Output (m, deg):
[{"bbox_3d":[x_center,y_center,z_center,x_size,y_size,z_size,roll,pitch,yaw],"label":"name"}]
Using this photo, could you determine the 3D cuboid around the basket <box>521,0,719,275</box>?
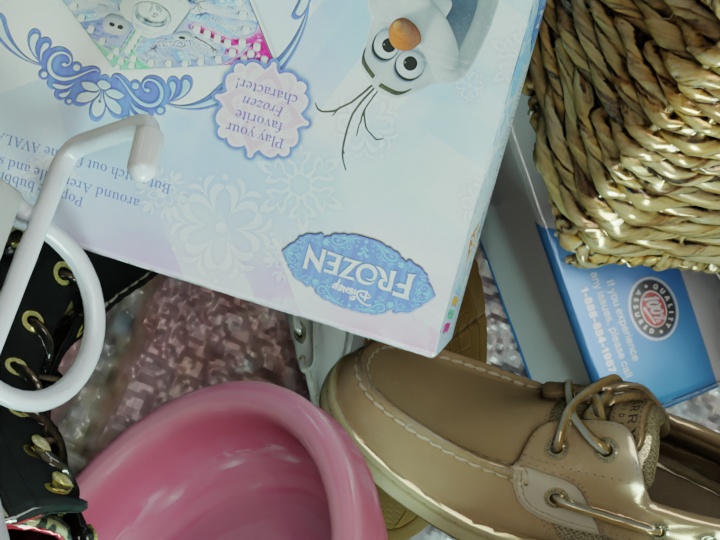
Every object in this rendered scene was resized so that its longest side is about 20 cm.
[{"bbox_3d":[0.167,-0.089,1.004,0.199,0.149,0.143,4,59,-22],"label":"basket"}]

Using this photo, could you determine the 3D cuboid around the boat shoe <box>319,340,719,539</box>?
[{"bbox_3d":[0.084,0.065,1.049,0.199,0.065,0.071,22,40,-5],"label":"boat shoe"}]

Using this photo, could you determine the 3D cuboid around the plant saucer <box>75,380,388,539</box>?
[{"bbox_3d":[-0.058,0.138,1.029,0.051,0.200,0.201,32,79,-34],"label":"plant saucer"}]

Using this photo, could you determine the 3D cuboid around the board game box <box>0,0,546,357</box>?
[{"bbox_3d":[-0.040,-0.096,0.990,0.199,0.043,0.200,17,100,7],"label":"board game box"}]

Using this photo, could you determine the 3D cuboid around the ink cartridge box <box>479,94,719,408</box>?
[{"bbox_3d":[0.146,-0.043,1.138,0.199,0.086,0.147,-20,93,-16],"label":"ink cartridge box"}]

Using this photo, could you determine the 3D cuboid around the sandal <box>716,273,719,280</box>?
[{"bbox_3d":[0.163,0.031,1.069,0.203,0.050,0.082,56,39,3],"label":"sandal"}]

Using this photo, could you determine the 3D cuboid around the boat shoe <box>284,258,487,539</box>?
[{"bbox_3d":[0.000,0.000,1.112,0.071,0.069,0.201,-15,110,-47],"label":"boat shoe"}]

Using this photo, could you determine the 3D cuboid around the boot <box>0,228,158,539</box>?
[{"bbox_3d":[-0.110,0.041,1.031,0.203,0.154,0.074,-29,134,-9],"label":"boot"}]

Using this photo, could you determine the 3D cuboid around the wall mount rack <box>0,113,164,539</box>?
[{"bbox_3d":[-0.139,0.000,0.900,0.200,0.074,0.175,36,58,-35],"label":"wall mount rack"}]
